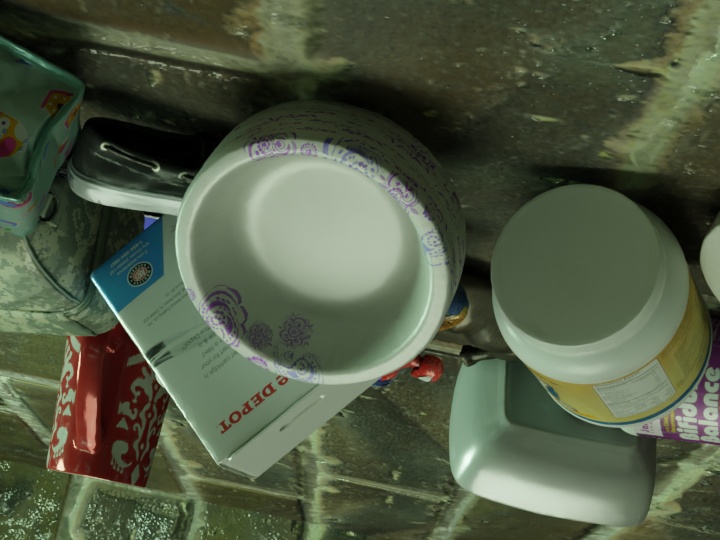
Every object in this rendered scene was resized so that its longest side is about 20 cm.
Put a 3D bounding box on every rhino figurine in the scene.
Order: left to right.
[{"bbox_3d":[0.091,0.032,1.449,0.087,0.060,0.200,-12,149,39],"label":"rhino figurine"}]

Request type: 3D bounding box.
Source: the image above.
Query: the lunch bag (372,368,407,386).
[{"bbox_3d":[-0.032,0.056,1.506,0.160,0.076,0.200,7,-176,10],"label":"lunch bag"}]

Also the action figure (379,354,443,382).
[{"bbox_3d":[-0.027,0.068,1.337,0.200,0.065,0.052,6,119,21],"label":"action figure"}]

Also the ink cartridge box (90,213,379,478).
[{"bbox_3d":[-0.096,0.041,1.285,0.200,0.146,0.086,53,-177,21],"label":"ink cartridge box"}]

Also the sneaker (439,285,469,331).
[{"bbox_3d":[0.000,0.000,1.355,0.200,0.088,0.075,5,158,25],"label":"sneaker"}]

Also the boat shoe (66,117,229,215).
[{"bbox_3d":[-0.120,-0.076,1.225,0.200,0.069,0.057,5,127,-20],"label":"boat shoe"}]

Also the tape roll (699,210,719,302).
[{"bbox_3d":[0.337,0.014,1.136,0.203,0.037,0.203,28,157,13],"label":"tape roll"}]

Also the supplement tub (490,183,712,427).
[{"bbox_3d":[0.182,0.028,1.220,0.144,0.145,0.200,5,162,22],"label":"supplement tub"}]

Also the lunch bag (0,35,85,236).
[{"bbox_3d":[-0.303,-0.116,1.128,0.200,0.122,0.170,26,169,-8],"label":"lunch bag"}]

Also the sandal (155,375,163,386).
[{"bbox_3d":[-0.146,0.051,1.613,0.082,0.050,0.203,17,133,-15],"label":"sandal"}]

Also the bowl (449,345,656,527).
[{"bbox_3d":[0.189,0.133,1.530,0.200,0.200,0.075,12,132,-1],"label":"bowl"}]

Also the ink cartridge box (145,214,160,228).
[{"bbox_3d":[-0.268,-0.018,1.566,0.198,0.043,0.200,10,162,7],"label":"ink cartridge box"}]

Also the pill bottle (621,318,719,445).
[{"bbox_3d":[0.287,0.096,1.431,0.200,0.112,0.112,4,162,23],"label":"pill bottle"}]

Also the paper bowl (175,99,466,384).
[{"bbox_3d":[-0.023,-0.026,1.155,0.200,0.104,0.201,7,120,12],"label":"paper bowl"}]

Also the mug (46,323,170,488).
[{"bbox_3d":[-0.274,0.119,1.712,0.133,0.200,0.177,6,170,35],"label":"mug"}]

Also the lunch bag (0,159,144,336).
[{"bbox_3d":[-0.303,-0.032,1.367,0.200,0.140,0.168,3,162,26],"label":"lunch bag"}]
